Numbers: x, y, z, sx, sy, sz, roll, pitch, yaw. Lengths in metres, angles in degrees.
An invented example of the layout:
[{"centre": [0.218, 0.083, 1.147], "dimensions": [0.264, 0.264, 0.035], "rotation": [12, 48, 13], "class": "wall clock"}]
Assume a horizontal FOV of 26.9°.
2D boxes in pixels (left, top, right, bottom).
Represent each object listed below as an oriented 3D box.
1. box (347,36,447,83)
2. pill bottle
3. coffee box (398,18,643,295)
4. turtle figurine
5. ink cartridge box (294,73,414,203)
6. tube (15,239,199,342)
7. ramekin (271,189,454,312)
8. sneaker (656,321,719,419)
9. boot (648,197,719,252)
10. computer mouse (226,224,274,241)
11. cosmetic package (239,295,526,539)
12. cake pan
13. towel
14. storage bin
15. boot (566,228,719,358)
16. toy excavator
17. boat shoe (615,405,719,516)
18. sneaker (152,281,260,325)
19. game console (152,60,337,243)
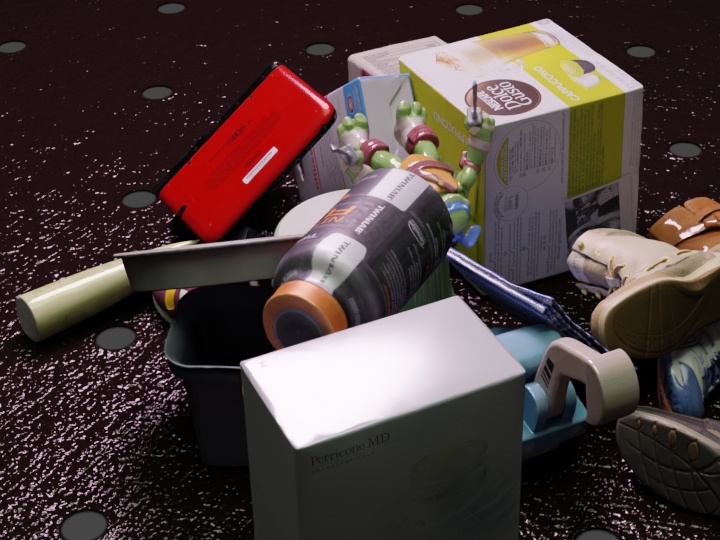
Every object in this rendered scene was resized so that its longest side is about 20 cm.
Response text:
[{"centre": [0.083, -0.190, 1.805], "dimensions": [0.127, 0.110, 0.200], "rotation": [-15, 31, -20], "class": "box"}, {"centre": [-0.006, 0.001, 1.291], "dimensions": [0.105, 0.107, 0.200], "rotation": [14, 36, 23], "class": "pill bottle"}, {"centre": [0.169, -0.127, 1.632], "dimensions": [0.196, 0.202, 0.200], "rotation": [-16, 35, -20], "class": "coffee box"}, {"centre": [0.050, -0.130, 1.464], "dimensions": [0.144, 0.200, 0.194], "rotation": [-44, 32, 1], "class": "turtle figurine"}, {"centre": [-0.007, -0.138, 1.671], "dimensions": [0.067, 0.117, 0.200], "rotation": [-9, -3, -27], "class": "ink cartridge box"}, {"centre": [-0.262, 0.014, 1.579], "dimensions": [0.199, 0.052, 0.058], "rotation": [-26, 38, -31], "class": "tube"}, {"centre": [0.000, 0.000, 1.542], "dimensions": [0.198, 0.099, 0.201], "rotation": [-2, 34, 1], "class": "ramekin"}, {"centre": [0.325, 0.076, 1.430], "dimensions": [0.087, 0.076, 0.201], "rotation": [3, 34, 7], "class": "sneaker"}, {"centre": [0.422, -0.033, 1.606], "dimensions": [0.198, 0.077, 0.155], "rotation": [-24, 34, -17], "class": "boot"}, {"centre": [-0.123, -0.020, 1.562], "dimensions": [0.034, 0.059, 0.200], "rotation": [18, -2, -16], "class": "computer mouse"}, {"centre": [0.019, 0.155, 1.214], "dimensions": [0.198, 0.202, 0.123], "rotation": [-16, 35, -20], "class": "cosmetic package"}, {"centre": [-0.126, -0.008, 1.378], "dimensions": [0.198, 0.037, 0.200], "rotation": [-6, 1, 0], "class": "cake pan"}, {"centre": [0.171, 0.042, 1.414], "dimensions": [0.144, 0.200, 0.024], "rotation": [31, 85, 42], "class": "towel"}, {"centre": [-0.067, 0.109, 1.349], "dimensions": [0.198, 0.136, 0.146], "rotation": [0, 33, 6], "class": "storage bin"}, {"centre": [0.246, 0.015, 1.405], "dimensions": [0.199, 0.074, 0.155], "rotation": [-22, 28, -36], "class": "boot"}, {"centre": [0.156, 0.097, 1.299], "dimensions": [0.099, 0.201, 0.195], "rotation": [-16, 49, -20], "class": "toy excavator"}, {"centre": [0.317, 0.171, 1.303], "dimensions": [0.199, 0.075, 0.073], "rotation": [26, 32, 23], "class": "boat shoe"}, {"centre": [-0.143, 0.026, 1.520], "dimensions": [0.075, 0.091, 0.199], "rotation": [-29, 42, -34], "class": "sneaker"}, {"centre": [-0.120, -0.118, 1.665], "dimensions": [0.200, 0.119, 0.172], "rotation": [-47, 54, -3], "class": "game console"}]
